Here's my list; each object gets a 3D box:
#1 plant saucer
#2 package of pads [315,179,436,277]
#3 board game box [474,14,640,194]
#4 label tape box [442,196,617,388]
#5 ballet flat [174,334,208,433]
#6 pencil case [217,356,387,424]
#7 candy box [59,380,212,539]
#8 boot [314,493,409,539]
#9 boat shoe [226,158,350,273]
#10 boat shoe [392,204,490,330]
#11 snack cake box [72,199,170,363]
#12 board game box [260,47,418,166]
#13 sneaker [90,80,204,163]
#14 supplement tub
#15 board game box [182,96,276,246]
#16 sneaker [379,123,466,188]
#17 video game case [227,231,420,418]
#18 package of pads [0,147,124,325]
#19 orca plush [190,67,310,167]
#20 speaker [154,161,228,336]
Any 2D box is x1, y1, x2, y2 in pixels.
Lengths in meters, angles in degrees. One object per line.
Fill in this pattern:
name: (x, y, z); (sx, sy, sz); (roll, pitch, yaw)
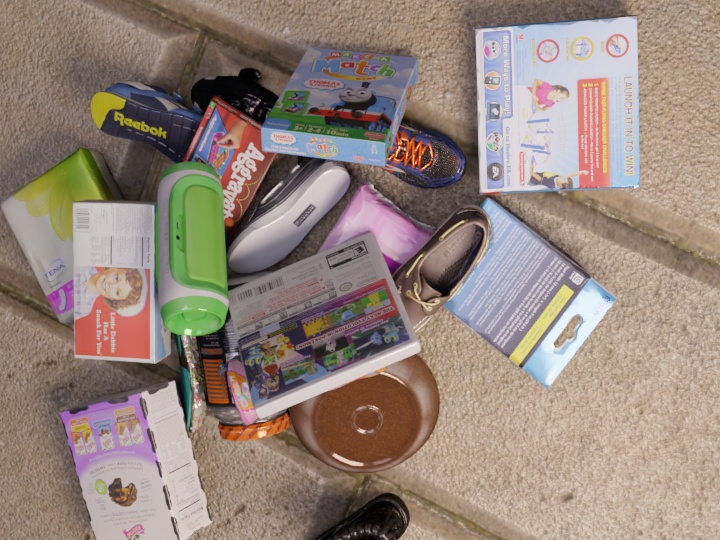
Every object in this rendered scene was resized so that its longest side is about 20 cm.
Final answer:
plant saucer: (0.007, 0.184, 1.190); (0.196, 0.037, 0.204); (-1, 114, -3)
package of pads: (0.000, 0.000, 1.191); (0.119, 0.076, 0.202); (33, 102, 0)
board game box: (0.240, -0.198, 1.136); (0.191, 0.056, 0.205); (-1, 95, 12)
label tape box: (0.197, 0.025, 1.161); (0.199, 0.066, 0.144); (37, 102, 5)
ballet flat: (-0.219, 0.119, 1.262); (0.063, 0.075, 0.205); (-8, 100, -21)
pencil case: (-0.066, 0.112, 1.113); (0.196, 0.087, 0.089); (-20, 90, 2)
candy box: (-0.306, 0.268, 1.265); (0.165, 0.071, 0.204); (-14, 91, 32)
boot: (-0.028, 0.377, 1.191); (0.079, 0.158, 0.211); (44, 102, 5)
boat shoe: (-0.102, -0.081, 1.218); (0.200, 0.071, 0.068); (-44, 47, 11)
boat shoe: (0.085, 0.010, 1.118); (0.071, 0.060, 0.201); (38, 104, -6)
snack cake box: (-0.307, 0.012, 1.204); (0.112, 0.067, 0.205); (3, 96, 7)
board game box: (-0.020, -0.204, 1.129); (0.148, 0.202, 0.037); (8, 131, 11)
sneaker: (-0.252, -0.198, 1.230); (0.197, 0.083, 0.075); (25, 123, 0)
supplement tub: (-0.151, 0.110, 1.213); (0.120, 0.122, 0.205); (-6, 97, 13)
board game box: (-0.186, -0.116, 1.207); (0.102, 0.020, 0.201); (29, 123, -6)
sneaker: (0.039, -0.154, 1.173); (0.196, 0.078, 0.077); (19, 99, 10)
video game case: (-0.048, 0.058, 1.079); (0.197, 0.023, 0.184); (-22, 49, 0)
package of pads: (-0.388, -0.044, 1.283); (0.153, 0.068, 0.203); (-28, 88, 12)
orca plush: (-0.148, -0.198, 1.199); (0.199, 0.071, 0.106); (41, 105, 15)
speaker: (-0.205, -0.028, 1.131); (0.087, 0.089, 0.204); (-14, 62, 13)
